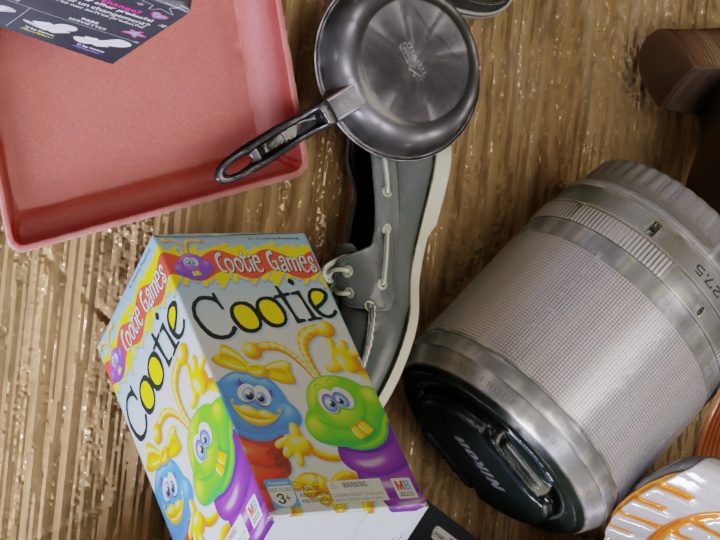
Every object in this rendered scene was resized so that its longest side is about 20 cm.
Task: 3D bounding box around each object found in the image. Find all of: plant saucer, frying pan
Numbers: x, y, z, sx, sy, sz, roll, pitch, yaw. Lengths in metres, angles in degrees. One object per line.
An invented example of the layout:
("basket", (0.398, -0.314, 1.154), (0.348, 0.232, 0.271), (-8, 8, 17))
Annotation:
("plant saucer", (-0.137, -0.131, 1.553), (0.200, 0.037, 0.200), (-16, 105, -28))
("frying pan", (-0.006, -0.119, 1.600), (0.190, 0.031, 0.115), (-8, 87, -30))

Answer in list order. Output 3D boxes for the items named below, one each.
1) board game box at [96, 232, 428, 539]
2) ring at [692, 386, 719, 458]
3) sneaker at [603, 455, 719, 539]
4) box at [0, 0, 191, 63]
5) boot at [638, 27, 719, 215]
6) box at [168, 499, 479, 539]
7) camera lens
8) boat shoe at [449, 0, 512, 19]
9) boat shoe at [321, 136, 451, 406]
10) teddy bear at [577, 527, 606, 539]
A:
("board game box", (-0.059, 0.086, 1.523), (0.103, 0.200, 0.105), (-1, 139, -31))
("ring", (0.281, 0.080, 1.728), (0.200, 0.019, 0.201), (-34, 144, -30))
("sneaker", (0.192, 0.163, 1.664), (0.078, 0.200, 0.077), (29, 56, 5))
("box", (-0.148, -0.234, 1.451), (0.132, 0.115, 0.200), (17, 73, -23))
("boot", (0.277, -0.075, 1.749), (0.154, 0.074, 0.200), (3, 59, -39))
("box", (-0.024, 0.193, 1.657), (0.200, 0.046, 0.159), (40, 76, -29))
("camera lens", (0.137, 0.050, 1.672), (0.200, 0.160, 0.160), (-46, 117, -19))
("boat shoe", (0.027, -0.214, 1.631), (0.200, 0.057, 0.069), (34, 78, -30))
("boat shoe", (0.000, 0.000, 1.630), (0.062, 0.073, 0.200), (22, 74, -27))
("teddy bear", (0.214, 0.219, 1.795), (0.200, 0.067, 0.145), (20, 88, -31))
